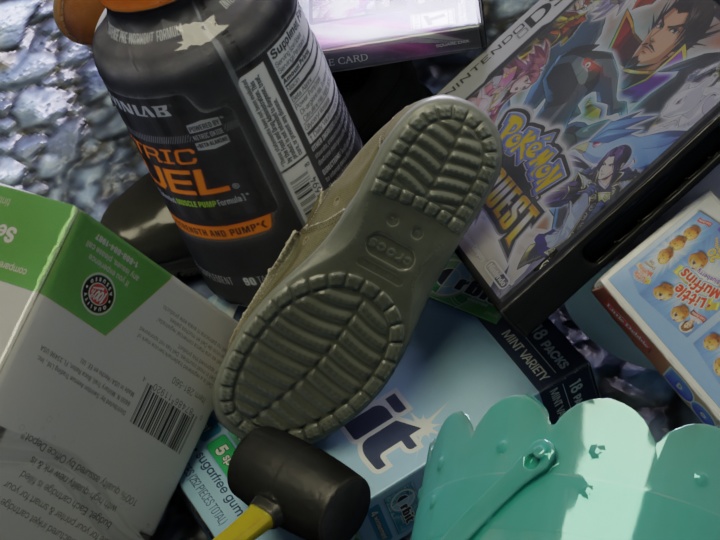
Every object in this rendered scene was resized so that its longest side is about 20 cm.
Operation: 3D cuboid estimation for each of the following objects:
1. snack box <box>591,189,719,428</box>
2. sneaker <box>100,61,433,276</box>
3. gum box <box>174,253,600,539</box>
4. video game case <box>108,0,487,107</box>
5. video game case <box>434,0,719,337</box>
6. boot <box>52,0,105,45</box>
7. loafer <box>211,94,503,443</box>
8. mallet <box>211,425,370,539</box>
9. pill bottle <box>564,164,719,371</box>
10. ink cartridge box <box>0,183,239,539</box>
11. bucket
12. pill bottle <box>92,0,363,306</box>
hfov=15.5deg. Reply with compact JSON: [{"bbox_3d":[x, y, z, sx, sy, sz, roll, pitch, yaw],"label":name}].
[{"bbox_3d":[0.197,0.060,1.208,0.072,0.024,0.200,-38,81,-14],"label":"snack box"},{"bbox_3d":[-0.057,-0.072,1.430,0.199,0.091,0.076,-31,50,-7],"label":"sneaker"},{"bbox_3d":[-0.007,0.059,1.331,0.199,0.045,0.170,-32,48,-9],"label":"gum box"},{"bbox_3d":[-0.035,-0.148,1.425,0.199,0.019,0.143,-8,37,4],"label":"video game case"},{"bbox_3d":[0.108,-0.077,1.290,0.181,0.026,0.200,-42,30,5],"label":"video game case"},{"bbox_3d":[-0.066,-0.147,1.507,0.199,0.077,0.155,-15,39,-13],"label":"boot"},{"bbox_3d":[0.000,0.000,1.276,0.200,0.075,0.070,-52,12,11],"label":"loafer"},{"bbox_3d":[-0.072,0.143,1.193,0.066,0.041,0.200,20,43,27],"label":"mallet"},{"bbox_3d":[0.174,-0.053,1.319,0.112,0.113,0.200,10,54,26],"label":"pill bottle"},{"bbox_3d":[-0.159,0.081,1.257,0.084,0.146,0.201,16,75,40],"label":"ink cartridge box"},{"bbox_3d":[0.104,0.158,1.108,0.206,0.207,0.135,7,61,23],"label":"bucket"},{"bbox_3d":[-0.067,-0.088,1.314,0.106,0.201,0.106,-17,34,12],"label":"pill bottle"}]
